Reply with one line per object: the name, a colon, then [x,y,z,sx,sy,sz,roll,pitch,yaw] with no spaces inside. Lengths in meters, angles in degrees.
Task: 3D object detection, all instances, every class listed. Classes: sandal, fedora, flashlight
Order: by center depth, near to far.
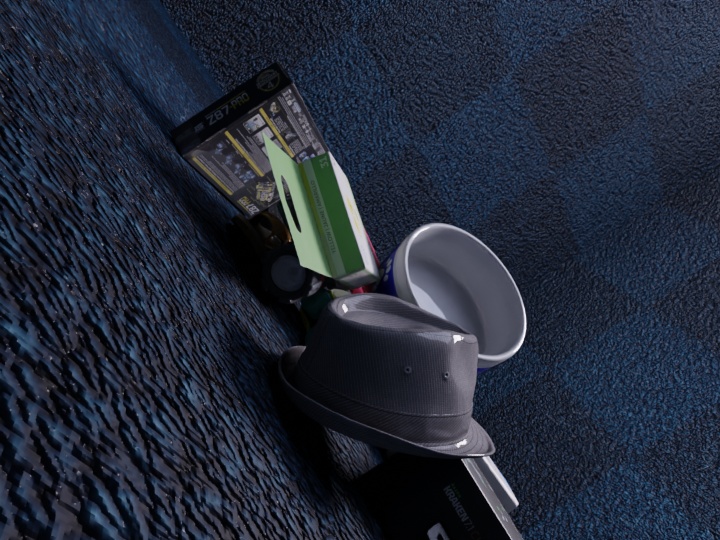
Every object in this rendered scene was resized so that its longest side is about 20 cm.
fedora: [0.033,0.077,0.447,0.200,0.090,0.177,16,8,-20]
flashlight: [-0.059,-0.007,0.651,0.068,0.068,0.200,32,13,5]
sandal: [-0.117,-0.043,0.682,0.080,0.054,0.200,57,1,-1]
sandal: [-0.167,-0.106,0.913,0.075,0.048,0.201,58,13,-38]

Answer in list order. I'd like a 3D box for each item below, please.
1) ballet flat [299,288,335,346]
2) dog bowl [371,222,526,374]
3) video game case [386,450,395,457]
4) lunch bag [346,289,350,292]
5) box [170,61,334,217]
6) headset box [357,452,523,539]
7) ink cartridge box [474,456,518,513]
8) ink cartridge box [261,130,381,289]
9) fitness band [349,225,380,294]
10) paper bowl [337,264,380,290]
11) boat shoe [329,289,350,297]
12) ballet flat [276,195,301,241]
ballet flat: [-0.035,0.079,0.655,0.067,0.067,0.200,65,-3,-21]
dog bowl: [0.117,0.040,0.692,0.200,0.079,0.200,19,50,-25]
video game case: [0.096,0.312,0.758,0.182,0.023,0.200,57,2,7]
lunch bag: [0.032,0.130,0.938,0.200,0.077,0.161,-119,-163,-51]
box: [-0.134,-0.165,0.718,0.049,0.161,0.200,56,2,21]
headset box: [0.095,0.250,0.513,0.174,0.093,0.200,57,1,20]
ink cartridge box: [0.109,0.232,0.701,0.200,0.086,0.146,52,1,16]
ink cartridge box: [-0.035,-0.062,0.585,0.200,0.048,0.146,39,32,-76]
fitness band: [0.000,0.000,0.782,0.144,0.037,0.200,149,-82,-81]
paper bowl: [0.033,0.068,1.118,0.201,0.104,0.201,41,-28,27]
boat shoe: [-0.012,0.103,0.819,0.072,0.061,0.201,14,22,-24]
ballet flat: [-0.075,-0.046,0.758,0.072,0.072,0.200,57,-16,20]
